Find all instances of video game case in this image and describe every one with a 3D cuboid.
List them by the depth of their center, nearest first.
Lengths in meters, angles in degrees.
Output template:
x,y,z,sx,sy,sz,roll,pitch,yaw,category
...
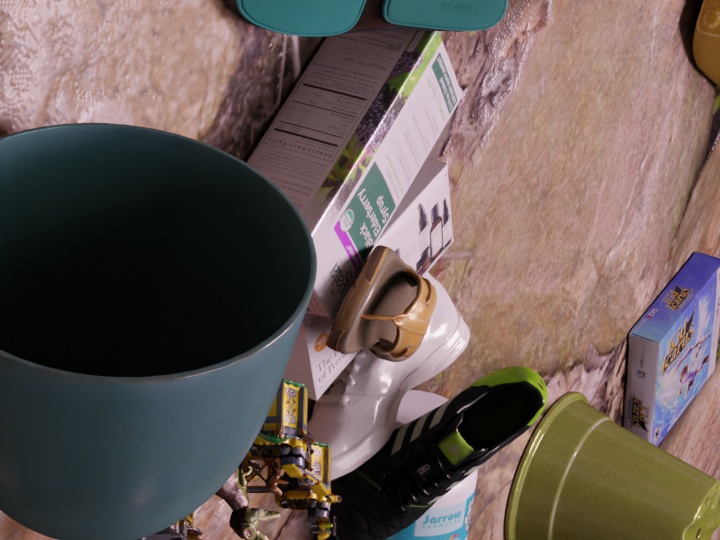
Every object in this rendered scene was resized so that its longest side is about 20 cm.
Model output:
x,y,z,sx,sy,sz,roll,pitch,yaw,category
0.395,0.103,1.898,0.200,0.045,0.181,-43,140,-41,video game case

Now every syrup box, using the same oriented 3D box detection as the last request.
x,y,z,sx,sy,sz,roll,pitch,yaw,category
-0.015,-0.075,1.034,0.200,0.081,0.079,-60,149,-22,syrup box

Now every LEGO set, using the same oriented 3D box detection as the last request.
x,y,z,sx,sy,sz,roll,pitch,yaw,category
-0.087,0.149,0.940,0.200,0.154,0.116,96,-5,-68,LEGO set

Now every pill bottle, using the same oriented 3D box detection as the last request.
x,y,z,sx,sy,sz,roll,pitch,yaw,category
0.036,0.204,1.260,0.111,0.111,0.200,-25,128,-53,pill bottle

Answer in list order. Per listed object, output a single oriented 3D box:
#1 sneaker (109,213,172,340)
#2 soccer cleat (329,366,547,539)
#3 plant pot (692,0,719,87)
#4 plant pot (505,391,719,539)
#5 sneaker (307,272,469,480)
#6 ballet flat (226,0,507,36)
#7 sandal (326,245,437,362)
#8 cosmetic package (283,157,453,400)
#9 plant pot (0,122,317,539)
x,y,z,sx,sy,sz,roll,pitch,yaw,category
-0.119,0.020,0.932,0.096,0.079,0.200,-35,128,-33,sneaker
0.057,0.140,1.150,0.200,0.068,0.081,-38,178,1,soccer cleat
0.474,-0.287,1.661,0.200,0.195,0.194,7,100,-55,plant pot
0.289,0.258,1.654,0.200,0.190,0.200,-39,139,-45,plant pot
0.001,0.076,1.182,0.200,0.075,0.089,-47,123,-31,sneaker
0.001,-0.191,0.987,0.200,0.073,0.073,-2,113,-24,ballet flat
0.028,0.034,1.071,0.080,0.054,0.200,-66,162,-3,sandal
0.000,0.000,1.137,0.200,0.051,0.083,-48,143,-36,cosmetic package
-0.133,0.045,0.791,0.201,0.201,0.161,-39,151,-44,plant pot
